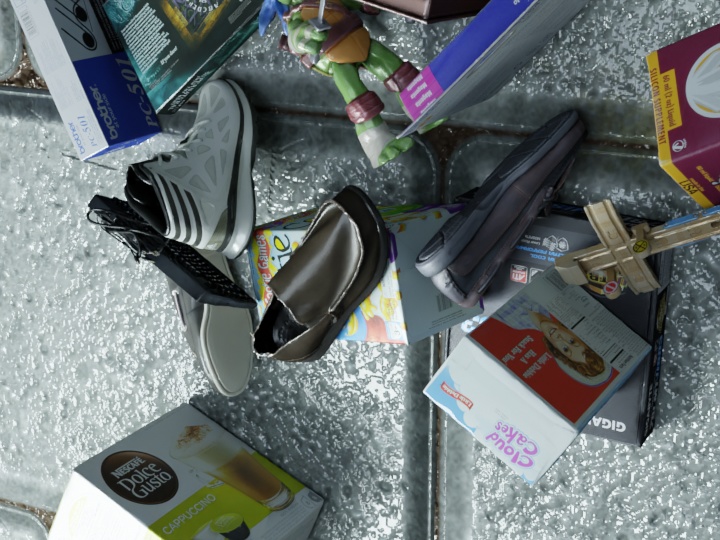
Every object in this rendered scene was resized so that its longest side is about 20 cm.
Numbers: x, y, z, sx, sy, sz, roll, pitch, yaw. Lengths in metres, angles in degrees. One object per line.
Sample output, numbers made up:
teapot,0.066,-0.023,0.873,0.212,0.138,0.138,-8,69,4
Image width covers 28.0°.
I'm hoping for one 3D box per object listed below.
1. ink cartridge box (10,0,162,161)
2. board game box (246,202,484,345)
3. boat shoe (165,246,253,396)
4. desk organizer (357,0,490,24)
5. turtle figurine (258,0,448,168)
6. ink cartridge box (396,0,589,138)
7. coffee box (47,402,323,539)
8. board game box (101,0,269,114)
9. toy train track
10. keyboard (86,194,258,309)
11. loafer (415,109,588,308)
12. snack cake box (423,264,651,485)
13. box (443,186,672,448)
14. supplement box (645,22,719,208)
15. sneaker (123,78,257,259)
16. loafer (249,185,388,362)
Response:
ink cartridge box,-0.279,-0.217,1.450,0.044,0.094,0.202,-22,93,31
board game box,0.000,0.000,1.321,0.199,0.104,0.104,1,105,46
boat shoe,-0.160,0.030,1.478,0.057,0.066,0.202,-10,94,50
desk organizer,0.074,-0.255,1.181,0.071,0.200,0.078,22,112,22
turtle figurine,0.011,-0.204,1.259,0.199,0.144,0.195,-31,98,25
ink cartridge box,0.121,-0.200,1.170,0.043,0.200,0.196,51,121,6
coffee box,-0.194,0.294,1.488,0.197,0.199,0.201,33,118,17
board game box,-0.158,-0.264,1.391,0.200,0.028,0.136,-38,71,31
toy train track,0.252,-0.020,1.161,0.198,0.033,0.115,-19,132,25
keyboard,-0.182,-0.029,1.372,0.199,0.104,0.040,36,109,36
loafer,0.131,-0.052,1.241,0.063,0.200,0.072,48,164,-12
snack cake box,0.150,0.080,1.179,0.115,0.200,0.067,41,121,11
box,0.174,0.040,1.300,0.198,0.050,0.201,12,109,26
supplement box,0.330,-0.141,1.110,0.199,0.085,0.111,-21,55,32
sneaker,-0.161,-0.111,1.355,0.076,0.114,0.202,-47,40,43
loafer,-0.038,0.015,1.235,0.073,0.071,0.201,47,133,25
